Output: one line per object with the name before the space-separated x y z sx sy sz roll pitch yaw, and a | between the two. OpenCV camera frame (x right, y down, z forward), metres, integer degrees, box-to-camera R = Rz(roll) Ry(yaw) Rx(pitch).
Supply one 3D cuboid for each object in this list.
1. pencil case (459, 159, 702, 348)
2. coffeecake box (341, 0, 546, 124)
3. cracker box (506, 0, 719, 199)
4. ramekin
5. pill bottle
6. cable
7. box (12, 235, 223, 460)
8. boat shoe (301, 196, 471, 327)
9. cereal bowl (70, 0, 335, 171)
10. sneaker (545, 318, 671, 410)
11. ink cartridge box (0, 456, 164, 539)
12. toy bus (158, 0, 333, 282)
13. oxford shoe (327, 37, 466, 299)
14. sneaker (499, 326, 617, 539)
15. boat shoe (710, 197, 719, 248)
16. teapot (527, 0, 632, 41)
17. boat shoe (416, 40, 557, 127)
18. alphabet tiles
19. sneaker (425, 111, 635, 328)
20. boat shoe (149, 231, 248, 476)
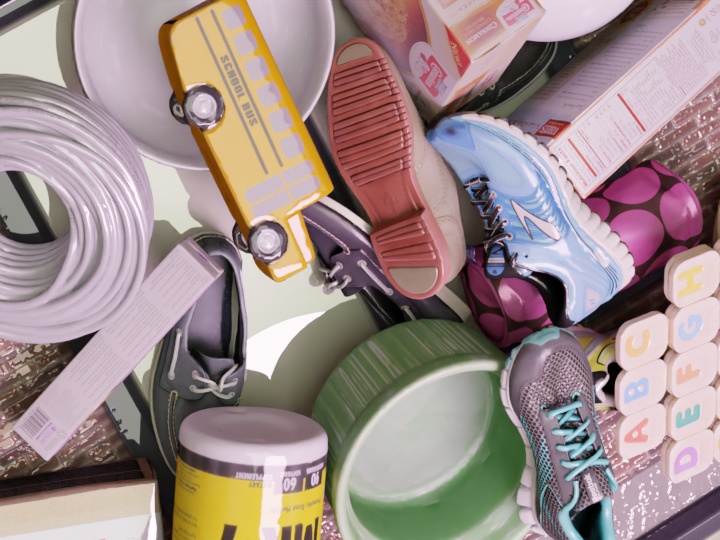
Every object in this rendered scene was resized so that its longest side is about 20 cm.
pencil case | 0.175 -0.020 1.421 0.198 0.094 0.091 -24 128 -14
coffeecake box | 0.035 -0.226 1.290 0.073 0.154 0.201 -34 85 -15
cracker box | 0.208 -0.147 1.387 0.200 0.134 0.058 -41 106 -6
ramekin | 0.054 0.136 1.373 0.198 0.098 0.202 -12 121 -20
pill bottle | -0.087 0.213 1.320 0.113 0.114 0.203 1 101 -15
cable | -0.249 -0.041 1.280 0.198 0.069 0.201 -24 114 16
box | -0.185 0.060 1.328 0.041 0.039 0.200 42 102 -2
boat shoe | 0.000 0.000 1.384 0.199 0.073 0.063 38 86 -21
cereal bowl | -0.122 -0.178 1.322 0.198 0.083 0.203 -2 98 -14
sneaker | 0.224 0.085 1.424 0.198 0.076 0.076 -5 116 -39
ink cartridge box | -0.228 0.260 1.355 0.163 0.075 0.203 -8 98 -13
toy bus | -0.082 -0.096 1.269 0.078 0.065 0.202 -28 103 -11
oxford shoe | 0.030 -0.082 1.338 0.074 0.070 0.202 -28 105 -56
sneaker | 0.160 0.134 1.307 0.077 0.091 0.202 -23 124 -15
boat shoe | 0.327 0.018 1.450 0.072 0.071 0.202 27 72 -56
teapot | 0.150 -0.274 1.328 0.198 0.146 0.200 -18 86 -5
boat shoe | 0.075 -0.148 1.392 0.198 0.057 0.069 -27 103 -10
alphabet tiles | 0.282 0.069 1.391 0.194 0.015 0.202 -18 120 -27
sneaker | 0.119 -0.037 1.314 0.200 0.078 0.090 46 75 -12
boat shoe | -0.123 0.072 1.365 0.072 0.062 0.203 4 96 -15
